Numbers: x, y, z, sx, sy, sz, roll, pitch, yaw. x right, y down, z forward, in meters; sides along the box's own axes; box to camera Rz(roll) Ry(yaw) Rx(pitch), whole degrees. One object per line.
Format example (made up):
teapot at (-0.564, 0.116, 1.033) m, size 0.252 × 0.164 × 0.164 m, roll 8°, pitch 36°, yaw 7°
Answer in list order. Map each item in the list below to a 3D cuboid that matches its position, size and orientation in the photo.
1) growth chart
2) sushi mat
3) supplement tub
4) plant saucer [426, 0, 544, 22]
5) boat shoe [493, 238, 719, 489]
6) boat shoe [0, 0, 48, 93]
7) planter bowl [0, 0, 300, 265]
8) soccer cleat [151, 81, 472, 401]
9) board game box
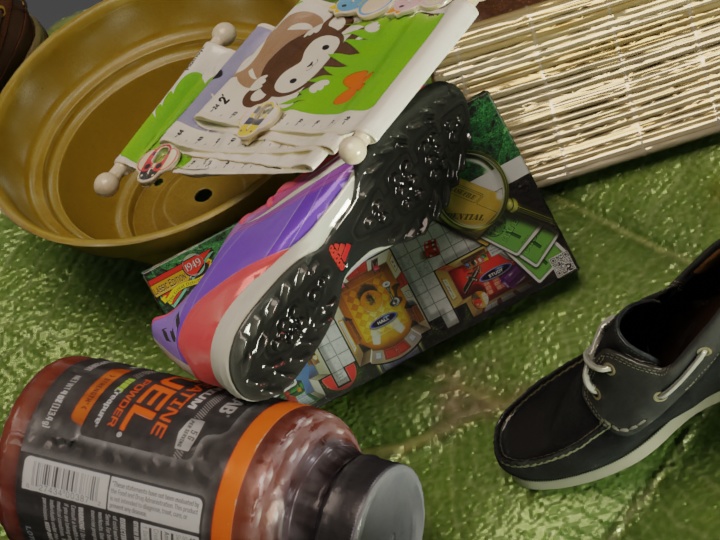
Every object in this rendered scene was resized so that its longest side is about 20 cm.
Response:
growth chart at (-0.032, -0.095, 1.370) m, size 0.200 × 0.018 × 0.145 m, roll -4°, pitch 44°, yaw 43°
sushi mat at (0.136, -0.105, 1.426) m, size 0.200 × 0.012 × 0.096 m, roll -17°, pitch 81°, yaw 9°
supplement tub at (-0.071, 0.108, 1.320) m, size 0.200 × 0.107 × 0.107 m, roll 11°, pitch 59°, yaw 28°
plant saucer at (0.125, -0.173, 1.503) m, size 0.200 × 0.037 × 0.201 m, roll -10°, pitch 51°, yaw 13°
boat shoe at (0.133, 0.039, 1.280) m, size 0.200 × 0.068 × 0.072 m, roll -32°, pitch 42°, yaw 34°
boat shoe at (-0.254, -0.088, 1.568) m, size 0.072 × 0.068 × 0.200 m, roll 13°, pitch 60°, yaw 29°
planter bowl at (-0.097, -0.063, 1.472) m, size 0.200 × 0.084 × 0.201 m, roll -12°, pitch 46°, yaw 12°
soccer cleat at (-0.022, -0.024, 1.329) m, size 0.073 × 0.068 × 0.200 m, roll 19°, pitch 60°, yaw 40°
board game box at (0.000, 0.000, 1.386) m, size 0.200 × 0.023 × 0.105 m, roll -28°, pitch 92°, yaw 0°
